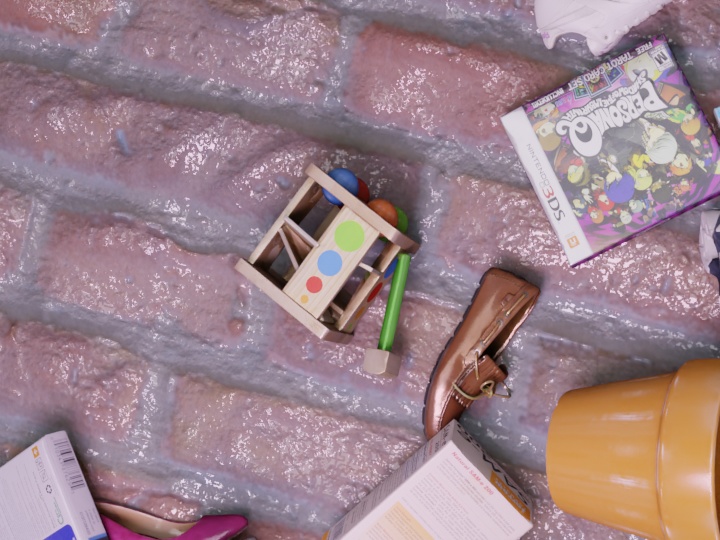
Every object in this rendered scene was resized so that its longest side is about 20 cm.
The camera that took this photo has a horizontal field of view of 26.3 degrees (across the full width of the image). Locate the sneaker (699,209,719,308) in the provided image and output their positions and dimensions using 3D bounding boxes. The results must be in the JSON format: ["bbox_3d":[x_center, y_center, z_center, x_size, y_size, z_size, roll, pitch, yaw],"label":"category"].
[{"bbox_3d":[0.423,0.008,1.547,0.128,0.200,0.080,-6,124,1],"label":"sneaker"}]

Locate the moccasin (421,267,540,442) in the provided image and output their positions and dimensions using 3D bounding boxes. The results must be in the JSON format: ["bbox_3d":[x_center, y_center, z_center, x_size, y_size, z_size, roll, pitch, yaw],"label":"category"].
[{"bbox_3d":[0.129,0.099,1.645,0.077,0.074,0.202,27,84,22],"label":"moccasin"}]

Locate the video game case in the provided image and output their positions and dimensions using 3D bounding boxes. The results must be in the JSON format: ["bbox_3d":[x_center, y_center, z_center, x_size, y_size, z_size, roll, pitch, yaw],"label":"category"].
[{"bbox_3d":[0.274,-0.127,1.647,0.199,0.036,0.183,-26,81,9],"label":"video game case"}]

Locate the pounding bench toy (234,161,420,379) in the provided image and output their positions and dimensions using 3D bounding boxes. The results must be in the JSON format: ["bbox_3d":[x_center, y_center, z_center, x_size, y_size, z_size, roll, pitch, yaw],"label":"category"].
[{"bbox_3d":[0.000,0.000,1.654,0.200,0.124,0.156,38,93,14],"label":"pounding bench toy"}]

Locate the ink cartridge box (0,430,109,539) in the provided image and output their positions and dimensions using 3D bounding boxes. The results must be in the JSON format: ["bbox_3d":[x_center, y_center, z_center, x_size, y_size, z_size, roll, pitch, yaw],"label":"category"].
[{"bbox_3d":[-0.362,0.310,1.735,0.200,0.047,0.199,-34,77,40],"label":"ink cartridge box"}]

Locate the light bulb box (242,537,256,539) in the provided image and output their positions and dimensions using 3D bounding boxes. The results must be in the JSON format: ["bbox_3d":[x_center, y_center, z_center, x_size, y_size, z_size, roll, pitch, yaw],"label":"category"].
[{"bbox_3d":[-0.118,0.396,1.606,0.125,0.198,0.200,-42,78,4],"label":"light bulb box"}]

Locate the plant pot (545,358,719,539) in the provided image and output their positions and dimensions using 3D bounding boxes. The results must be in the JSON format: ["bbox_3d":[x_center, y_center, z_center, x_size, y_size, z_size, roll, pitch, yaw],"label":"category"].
[{"bbox_3d":[0.291,0.187,1.544,0.182,0.200,0.202,0,85,28],"label":"plant pot"}]

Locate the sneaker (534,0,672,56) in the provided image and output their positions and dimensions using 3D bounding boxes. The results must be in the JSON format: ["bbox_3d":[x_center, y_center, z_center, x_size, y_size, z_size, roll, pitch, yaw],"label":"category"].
[{"bbox_3d":[0.283,-0.284,1.652,0.198,0.075,0.101,-5,97,17],"label":"sneaker"}]

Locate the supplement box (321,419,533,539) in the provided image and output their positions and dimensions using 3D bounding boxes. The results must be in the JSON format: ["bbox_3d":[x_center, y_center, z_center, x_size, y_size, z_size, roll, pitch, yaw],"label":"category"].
[{"bbox_3d":[0.067,0.272,1.612,0.200,0.074,0.126,-42,96,13],"label":"supplement box"}]

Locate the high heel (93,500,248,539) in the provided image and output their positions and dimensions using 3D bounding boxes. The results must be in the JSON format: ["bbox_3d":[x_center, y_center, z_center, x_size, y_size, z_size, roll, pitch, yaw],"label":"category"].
[{"bbox_3d":[-0.223,0.278,1.706,0.198,0.067,0.097,-20,91,14],"label":"high heel"}]

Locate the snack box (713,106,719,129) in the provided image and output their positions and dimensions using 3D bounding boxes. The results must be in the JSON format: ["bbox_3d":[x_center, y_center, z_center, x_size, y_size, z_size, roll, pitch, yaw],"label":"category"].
[{"bbox_3d":[0.482,-0.150,1.600,0.199,0.037,0.117,-22,81,10],"label":"snack box"}]
